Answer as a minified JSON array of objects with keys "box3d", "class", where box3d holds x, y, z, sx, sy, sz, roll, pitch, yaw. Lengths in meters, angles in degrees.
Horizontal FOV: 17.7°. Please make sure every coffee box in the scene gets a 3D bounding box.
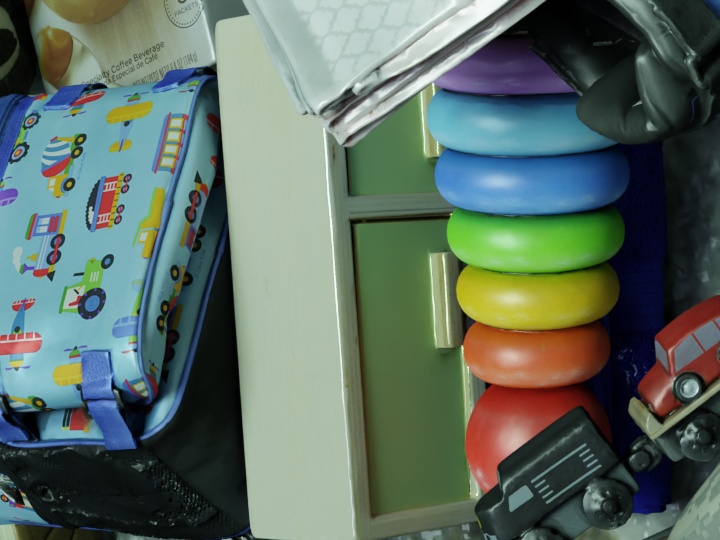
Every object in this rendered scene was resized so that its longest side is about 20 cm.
[{"box3d":[-0.095,-0.168,1.012,0.114,0.080,0.201,-22,79,42],"class":"coffee box"}]

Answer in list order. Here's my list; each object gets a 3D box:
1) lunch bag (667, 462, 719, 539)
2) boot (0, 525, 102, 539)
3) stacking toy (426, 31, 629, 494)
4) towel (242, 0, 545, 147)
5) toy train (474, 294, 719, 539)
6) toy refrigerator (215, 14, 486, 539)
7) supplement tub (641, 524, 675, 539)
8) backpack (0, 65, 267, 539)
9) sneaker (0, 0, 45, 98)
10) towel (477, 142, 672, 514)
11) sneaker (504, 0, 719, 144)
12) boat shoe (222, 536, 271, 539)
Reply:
[{"box3d":[0.194,0.060,0.713,0.139,0.167,0.200,53,126,25],"class":"lunch bag"},{"box3d":[-0.205,0.056,1.142,0.154,0.072,0.201,-11,87,45],"class":"boot"},{"box3d":[0.061,-0.009,0.829,0.085,0.085,0.201,8,104,41],"class":"stacking toy"},{"box3d":[0.018,-0.171,0.726,0.191,0.032,0.200,-37,65,19],"class":"towel"},{"box3d":[0.123,0.034,0.803,0.200,0.034,0.046,-37,98,2],"class":"toy train"},{"box3d":[0.000,0.000,0.888,0.070,0.076,0.201,-4,90,48],"class":"toy refrigerator"},{"box3d":[0.092,0.161,0.787,0.122,0.200,0.123,11,107,39],"class":"supplement tub"},{"box3d":[-0.123,0.015,0.960,0.200,0.135,0.183,-2,59,32],"class":"backpack"},{"box3d":[-0.190,-0.092,1.019,0.088,0.200,0.077,-19,89,17],"class":"sneaker"},{"box3d":[0.053,-0.005,0.914,0.147,0.049,0.201,1,95,41],"class":"towel"},{"box3d":[0.130,-0.069,0.747,0.200,0.111,0.077,36,158,-9],"class":"sneaker"},{"box3d":[-0.072,0.072,1.027,0.060,0.072,0.202,-41,47,-3],"class":"boat shoe"}]
